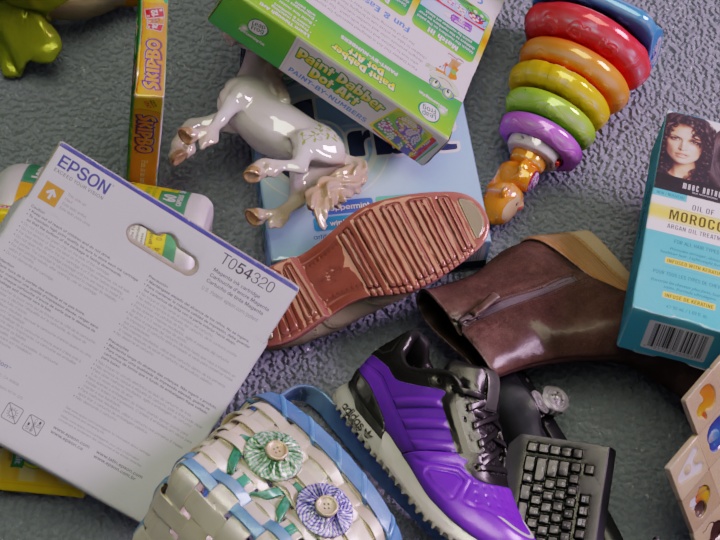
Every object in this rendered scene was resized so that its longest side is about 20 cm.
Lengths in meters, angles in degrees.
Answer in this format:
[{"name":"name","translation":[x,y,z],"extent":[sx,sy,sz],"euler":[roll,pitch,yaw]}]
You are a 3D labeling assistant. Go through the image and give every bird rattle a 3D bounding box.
[{"name":"bird rattle","translation":[-0.260,-0.254,1.586],"extent":[0.162,0.113,0.200],"euler":[-8,49,-23]}]

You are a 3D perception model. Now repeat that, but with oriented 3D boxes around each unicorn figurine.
[{"name":"unicorn figurine","translation":[-0.075,-0.115,1.478],"extent":[0.200,0.074,0.137],"euler":[47,53,4]}]

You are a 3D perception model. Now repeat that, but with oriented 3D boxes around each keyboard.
[{"name":"keyboard","translation":[0.147,0.218,1.350],"extent":[0.126,0.021,0.201],"euler":[8,79,9]}]

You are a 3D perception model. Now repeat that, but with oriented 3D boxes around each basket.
[{"name":"basket","translation":[-0.037,0.170,1.342],"extent":[0.176,0.139,0.200],"euler":[44,32,17]}]

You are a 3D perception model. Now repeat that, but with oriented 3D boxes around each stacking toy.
[{"name":"stacking toy","translation":[0.148,-0.120,1.538],"extent":[0.109,0.116,0.201],"euler":[25,73,11]}]

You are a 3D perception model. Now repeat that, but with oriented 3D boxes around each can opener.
[{"name":"can opener","translation":[0.144,0.157,1.410],"extent":[0.063,0.079,0.200],"euler":[-7,58,-54]}]

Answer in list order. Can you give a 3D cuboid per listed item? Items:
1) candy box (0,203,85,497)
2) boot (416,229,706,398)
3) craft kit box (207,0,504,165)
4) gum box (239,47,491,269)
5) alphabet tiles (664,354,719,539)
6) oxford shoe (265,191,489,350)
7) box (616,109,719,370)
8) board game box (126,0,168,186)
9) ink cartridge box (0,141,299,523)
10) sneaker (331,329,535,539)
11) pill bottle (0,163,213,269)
[{"name":"candy box","translation":[-0.233,0.056,1.372],"extent":[0.102,0.026,0.201],"euler":[5,101,-5]},{"name":"boot","translation":[0.157,0.055,1.436],"extent":[0.166,0.073,0.200],"euler":[-22,50,-31]},{"name":"craft kit box","translation":[0.005,-0.207,1.507],"extent":[0.200,0.049,0.198],"euler":[34,45,-11]},{"name":"gum box","translation":[0.001,-0.091,1.530],"extent":[0.169,0.045,0.201],"euler":[-5,61,-7]},{"name":"alphabet tiles","translation":[0.287,0.106,1.395],"extent":[0.006,0.167,0.200],"euler":[19,55,44]},{"name":"oxford shoe","translation":[0.000,0.000,1.445],"extent":[0.199,0.074,0.071],"euler":[-22,77,-2]},{"name":"box","translation":[0.245,-0.024,1.437],"extent":[0.082,0.049,0.201],"euler":[14,51,2]},{"name":"board game box","translation":[-0.157,-0.122,1.442],"extent":[0.030,0.200,0.096],"euler":[2,61,-5]},{"name":"ink cartridge box","translation":[-0.175,0.043,1.339],"extent":[0.196,0.043,0.200],"euler":[32,92,-16]},{"name":"sneaker","translation":[0.068,0.115,1.361],"extent":[0.100,0.070,0.200],"euler":[-49,57,9]},{"name":"pill bottle","translation":[-0.214,-0.016,1.430],"extent":[0.199,0.113,0.113],"euler":[10,61,1]}]
